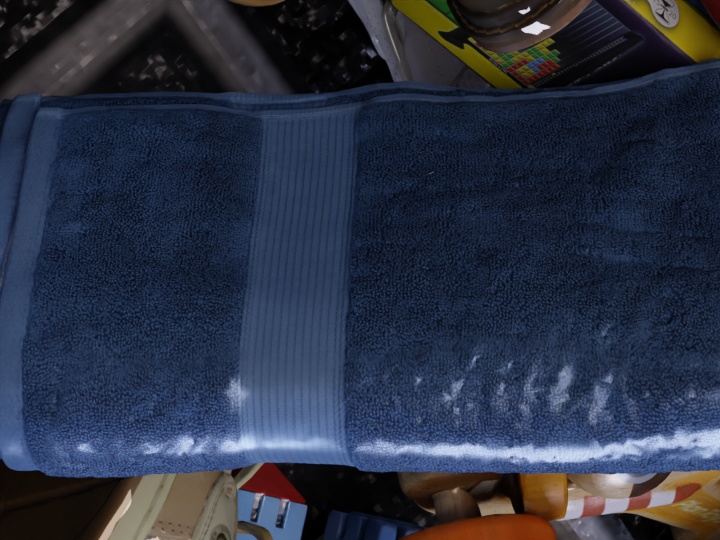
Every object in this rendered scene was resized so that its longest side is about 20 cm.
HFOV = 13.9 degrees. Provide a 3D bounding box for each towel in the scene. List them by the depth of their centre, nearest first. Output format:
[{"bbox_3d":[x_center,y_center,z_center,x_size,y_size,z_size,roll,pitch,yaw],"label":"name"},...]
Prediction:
[{"bbox_3d":[0.000,0.000,0.709,0.199,0.112,0.049,0,136,6],"label":"towel"}]

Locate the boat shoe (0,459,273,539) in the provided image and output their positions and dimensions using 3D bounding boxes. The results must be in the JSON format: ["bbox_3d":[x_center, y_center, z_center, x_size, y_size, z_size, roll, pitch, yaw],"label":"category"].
[{"bbox_3d":[-0.069,0.094,0.746,0.063,0.073,0.201,33,70,-35],"label":"boat shoe"}]

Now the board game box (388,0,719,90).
[{"bbox_3d":[0.113,-0.084,0.808,0.200,0.057,0.166,37,51,-25],"label":"board game box"}]

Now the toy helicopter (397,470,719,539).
[{"bbox_3d":[0.089,0.048,0.804,0.200,0.132,0.079,25,50,-62],"label":"toy helicopter"}]

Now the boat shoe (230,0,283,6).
[{"bbox_3d":[-0.028,-0.170,0.771,0.074,0.069,0.201,14,87,-54],"label":"boat shoe"}]

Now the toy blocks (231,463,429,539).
[{"bbox_3d":[-0.001,0.128,0.830,0.199,0.100,0.137,17,84,-35],"label":"toy blocks"}]

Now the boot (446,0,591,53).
[{"bbox_3d":[0.017,-0.150,0.696,0.097,0.074,0.201,36,42,-41],"label":"boot"}]

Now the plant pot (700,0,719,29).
[{"bbox_3d":[0.179,-0.124,0.716,0.200,0.182,0.201,21,56,-34],"label":"plant pot"}]

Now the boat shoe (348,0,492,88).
[{"bbox_3d":[0.040,-0.068,0.815,0.071,0.069,0.201,-23,106,-14],"label":"boat shoe"}]
